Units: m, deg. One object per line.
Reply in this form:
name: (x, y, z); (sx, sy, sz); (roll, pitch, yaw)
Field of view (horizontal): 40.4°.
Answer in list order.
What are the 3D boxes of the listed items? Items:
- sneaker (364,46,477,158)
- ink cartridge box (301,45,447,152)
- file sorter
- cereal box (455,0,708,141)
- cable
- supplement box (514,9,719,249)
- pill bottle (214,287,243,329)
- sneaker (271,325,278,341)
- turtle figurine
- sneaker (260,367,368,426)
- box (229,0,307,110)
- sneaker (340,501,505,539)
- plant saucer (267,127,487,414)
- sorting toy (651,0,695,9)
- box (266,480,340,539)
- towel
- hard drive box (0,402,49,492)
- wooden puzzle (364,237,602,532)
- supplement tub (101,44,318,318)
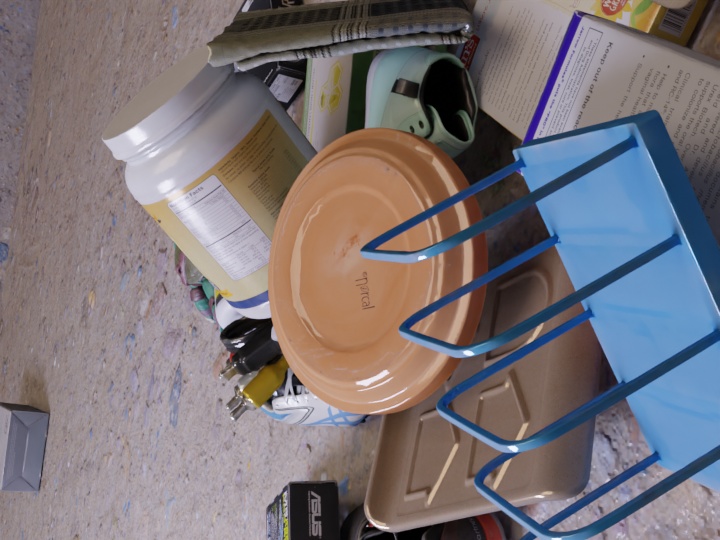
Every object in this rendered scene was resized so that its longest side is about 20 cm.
sneaker: (0.043, -0.074, 0.767); (0.118, 0.073, 0.202); (-154, 62, -68)
ink cartridge box: (0.007, -0.171, 0.923); (0.200, 0.048, 0.147); (-13, 70, 61)
file sorter: (0.102, 0.047, 0.474); (0.201, 0.122, 0.139); (64, 169, -7)
cereal box: (0.141, -0.163, 0.690); (0.145, 0.039, 0.200); (-67, 31, 22)
cable: (-0.054, 0.052, 0.899); (0.199, 0.050, 0.097); (-34, 36, 1)
supplement box: (0.187, -0.055, 0.517); (0.200, 0.101, 0.104); (47, 123, 55)
pill bottle: (-0.098, -0.038, 1.001); (0.112, 0.111, 0.201); (-43, 47, 47)
sneaker: (0.000, 0.000, 0.758); (0.199, 0.070, 0.100); (-21, 67, 45)
turtle figurine: (-0.167, -0.005, 1.136); (0.200, 0.100, 0.151); (42, 118, 50)
sneaker: (-0.046, 0.109, 0.910); (0.200, 0.072, 0.072); (-19, 64, 56)
box: (-0.130, -0.239, 1.184); (0.200, 0.043, 0.161); (-44, 46, 47)
sneaker: (0.023, 0.202, 0.748); (0.200, 0.081, 0.078); (-24, 61, 56)
plant saucer: (0.001, 0.000, 0.686); (0.199, 0.032, 0.202); (-4, 84, 44)
sorting toy: (0.182, -0.253, 0.569); (0.200, 0.106, 0.181); (-46, 58, 28)
box: (-0.051, 0.294, 0.843); (0.160, 0.044, 0.202); (121, 149, -65)
towel: (-0.013, -0.186, 0.768); (0.193, 0.198, 0.035); (-86, -10, -68)
hard drive box: (-0.700, 0.354, 1.982); (0.200, 0.076, 0.157); (-2, 80, 60)
wooden puzzle: (0.091, 0.082, 0.670); (0.200, 0.046, 0.186); (-27, 43, 50)
supplement tub: (-0.106, -0.074, 0.827); (0.144, 0.200, 0.145); (-31, 25, 16)
